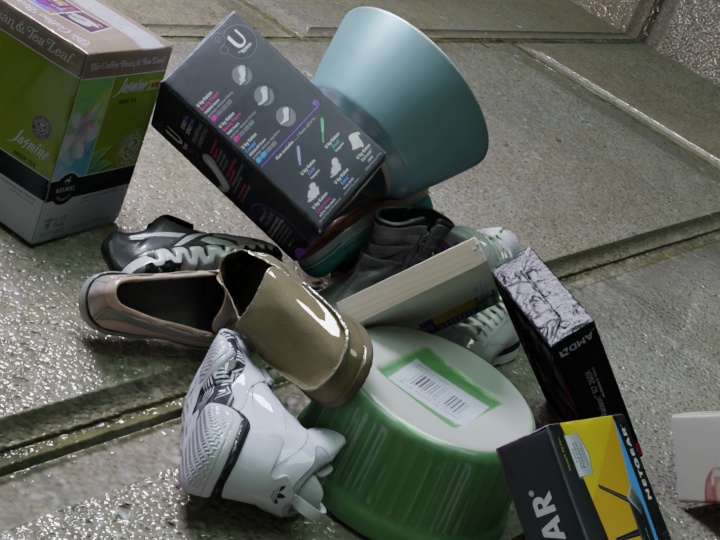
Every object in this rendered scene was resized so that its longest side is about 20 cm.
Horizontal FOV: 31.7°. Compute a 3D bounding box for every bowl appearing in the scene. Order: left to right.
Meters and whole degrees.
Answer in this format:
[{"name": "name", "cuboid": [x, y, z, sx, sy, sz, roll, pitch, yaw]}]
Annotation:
[{"name": "bowl", "cuboid": [0.020, -0.149, 1.264, 0.200, 0.202, 0.105, 36, 68, 25]}]

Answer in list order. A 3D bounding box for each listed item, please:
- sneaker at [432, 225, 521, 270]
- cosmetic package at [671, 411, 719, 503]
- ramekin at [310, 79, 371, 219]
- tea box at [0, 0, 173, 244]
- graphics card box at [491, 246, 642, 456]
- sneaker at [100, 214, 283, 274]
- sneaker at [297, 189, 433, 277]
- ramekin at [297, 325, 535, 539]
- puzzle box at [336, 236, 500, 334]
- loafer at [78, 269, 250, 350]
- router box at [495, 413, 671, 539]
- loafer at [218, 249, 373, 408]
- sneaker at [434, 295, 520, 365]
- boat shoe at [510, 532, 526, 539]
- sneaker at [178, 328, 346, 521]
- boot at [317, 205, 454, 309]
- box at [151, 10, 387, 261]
[{"name": "sneaker", "cuboid": [0.126, -0.022, 1.342, 0.076, 0.099, 0.200, 62, -5, 3]}, {"name": "cosmetic package", "cuboid": [0.401, 0.172, 1.178, 0.102, 0.089, 0.199, 2, -7, -39]}, {"name": "ramekin", "cuboid": [-0.020, -0.122, 1.402, 0.201, 0.206, 0.094, -3, -4, -45]}, {"name": "tea box", "cuboid": [-0.315, -0.168, 1.212, 0.199, 0.199, 0.133, 33, 26, 19]}, {"name": "graphics card box", "cuboid": [0.195, 0.088, 1.195, 0.050, 0.201, 0.126, -29, 41, -3]}, {"name": "sneaker", "cuboid": [-0.161, -0.017, 1.204, 0.198, 0.067, 0.091, -7, 43, -45]}, {"name": "sneaker", "cuboid": [0.017, -0.028, 1.313, 0.071, 0.081, 0.199, -12, 15, 46]}, {"name": "ramekin", "cuboid": [0.049, 0.134, 1.054, 0.198, 0.099, 0.201, 20, 25, -10]}, {"name": "puzzle box", "cuboid": [0.058, 0.029, 1.146, 0.026, 0.132, 0.200, 65, 3, 14]}, {"name": "loafer", "cuboid": [-0.142, 0.031, 1.104, 0.198, 0.073, 0.063, 3, -10, -33]}, {"name": "router box", "cuboid": [0.183, 0.212, 0.935, 0.148, 0.051, 0.202, 3, 64, -57]}, {"name": "loafer", "cuboid": [-0.061, 0.043, 1.022, 0.067, 0.077, 0.200, 27, 6, -39]}, {"name": "sneaker", "cuboid": [0.116, 0.060, 1.284, 0.076, 0.081, 0.200, 33, 28, 16]}, {"name": "boat shoe", "cuboid": [0.132, 0.254, 0.949, 0.064, 0.072, 0.201, 68, 20, -10]}, {"name": "sneaker", "cuboid": [-0.078, 0.125, 0.999, 0.114, 0.076, 0.200, 25, 21, -14]}, {"name": "boot", "cuboid": [0.000, 0.000, 1.227, 0.070, 0.133, 0.199, 37, 33, 27]}, {"name": "box", "cuboid": [-0.090, -0.124, 1.208, 0.200, 0.106, 0.122, 43, -20, -2]}]
